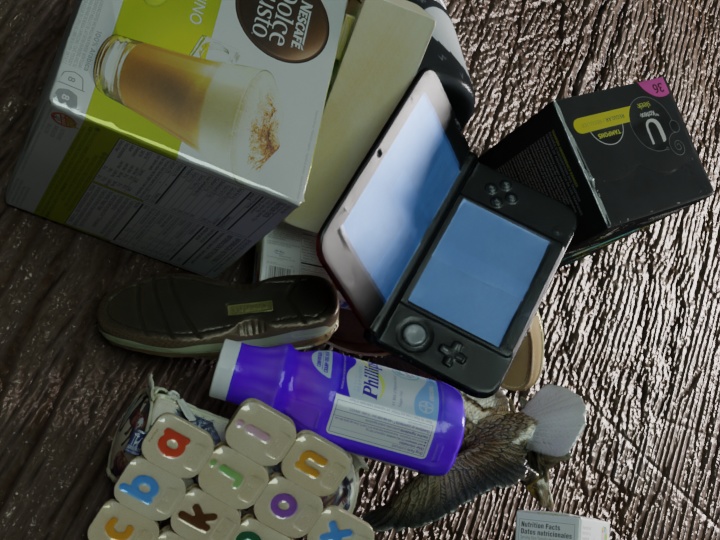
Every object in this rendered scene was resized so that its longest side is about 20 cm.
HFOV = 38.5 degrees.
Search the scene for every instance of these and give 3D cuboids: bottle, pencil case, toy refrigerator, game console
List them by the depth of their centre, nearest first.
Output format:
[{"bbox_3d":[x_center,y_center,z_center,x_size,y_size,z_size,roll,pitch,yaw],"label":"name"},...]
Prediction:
[{"bbox_3d":[-0.018,0.103,0.816,0.198,0.084,0.066,16,109,-5],"label":"bottle"},{"bbox_3d":[-0.097,0.156,0.828,0.199,0.090,0.078,21,28,-19],"label":"pencil case"},{"bbox_3d":[0.079,-0.031,0.831,0.171,0.119,0.201,27,64,9],"label":"game console"},{"bbox_3d":[-0.011,-0.135,0.874,0.069,0.076,0.201,17,110,-17],"label":"toy refrigerator"}]

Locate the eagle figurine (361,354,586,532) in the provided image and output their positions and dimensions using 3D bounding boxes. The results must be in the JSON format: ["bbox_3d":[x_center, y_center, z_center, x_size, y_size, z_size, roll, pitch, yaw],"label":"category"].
[{"bbox_3d":[0.086,0.159,0.905,0.199,0.151,0.152,14,87,-29],"label":"eagle figurine"}]

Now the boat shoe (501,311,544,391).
[{"bbox_3d":[0.124,0.031,0.966,0.065,0.071,0.201,-57,133,-63],"label":"boat shoe"}]

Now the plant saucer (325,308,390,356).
[{"bbox_3d":[-0.004,-0.014,0.969,0.199,0.034,0.202,10,67,-25],"label":"plant saucer"}]

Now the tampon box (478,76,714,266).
[{"bbox_3d":[0.205,-0.081,1.006,0.149,0.200,0.127,-17,81,-32],"label":"tampon box"}]

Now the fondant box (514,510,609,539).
[{"bbox_3d":[0.168,0.310,0.873,0.144,0.058,0.202,33,61,-63],"label":"fondant box"}]

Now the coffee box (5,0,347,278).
[{"bbox_3d":[-0.149,-0.139,0.837,0.197,0.200,0.201,21,65,-21],"label":"coffee box"}]

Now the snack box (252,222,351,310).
[{"bbox_3d":[0.000,0.000,0.933,0.199,0.024,0.072,12,65,-24],"label":"snack box"}]

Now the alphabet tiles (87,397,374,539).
[{"bbox_3d":[-0.097,0.199,0.787,0.195,0.015,0.201,31,100,-15],"label":"alphabet tiles"}]

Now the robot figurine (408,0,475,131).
[{"bbox_3d":[0.041,-0.192,0.989,0.124,0.151,0.201,0,58,-22],"label":"robot figurine"}]

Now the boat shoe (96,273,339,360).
[{"bbox_3d":[-0.117,0.051,0.865,0.198,0.076,0.072,1,56,-4],"label":"boat shoe"}]
